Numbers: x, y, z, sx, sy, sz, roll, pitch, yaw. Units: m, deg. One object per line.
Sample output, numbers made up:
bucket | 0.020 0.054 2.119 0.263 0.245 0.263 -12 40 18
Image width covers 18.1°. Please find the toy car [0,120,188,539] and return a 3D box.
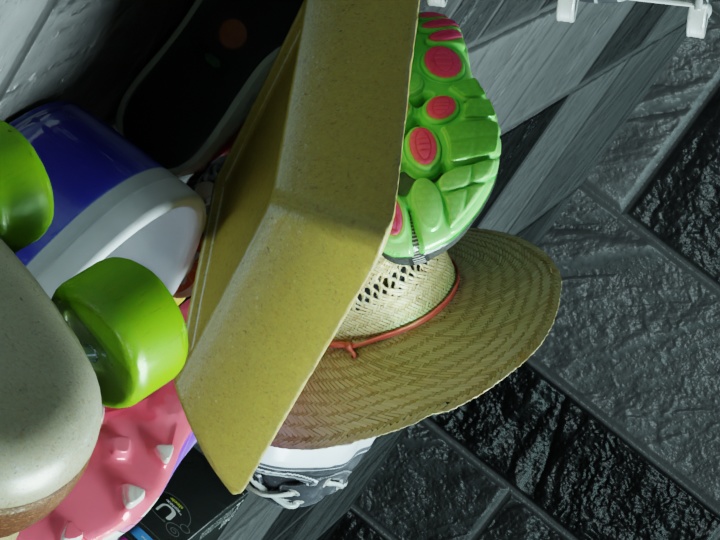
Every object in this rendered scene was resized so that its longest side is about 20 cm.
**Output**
toy car | -0.186 0.069 0.892 0.164 0.158 0.200 -34 162 -38

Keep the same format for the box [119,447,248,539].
box | -0.190 0.190 1.476 0.149 0.124 0.200 -56 172 23

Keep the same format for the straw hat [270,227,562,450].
straw hat | 0.000 0.000 1.201 0.201 0.200 0.085 -46 128 -32

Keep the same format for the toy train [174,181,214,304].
toy train | -0.071 0.016 1.310 0.150 0.056 0.201 -1 112 -39

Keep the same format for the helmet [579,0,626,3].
helmet | 0.139 -0.242 1.234 0.190 0.200 0.200 -37 175 14

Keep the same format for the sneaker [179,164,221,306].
sneaker | -0.095 -0.009 1.392 0.200 0.070 0.090 -50 -174 -11

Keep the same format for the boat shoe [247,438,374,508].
boat shoe | -0.040 0.112 1.364 0.068 0.071 0.200 -64 169 7

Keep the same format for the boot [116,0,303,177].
boot | -0.034 -0.132 1.176 0.200 0.072 0.144 -46 173 13

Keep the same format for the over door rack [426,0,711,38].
over door rack | 0.112 -0.221 1.101 0.067 0.147 0.201 -67 162 -63

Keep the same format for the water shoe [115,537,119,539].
water shoe | -0.163 0.095 1.193 0.072 0.079 0.200 -48 -159 30

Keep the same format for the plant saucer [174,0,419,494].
plant saucer | -0.035 -0.030 1.055 0.200 0.048 0.201 120 -17 -44

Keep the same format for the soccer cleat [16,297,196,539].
soccer cleat | -0.118 0.086 1.117 0.200 0.067 0.077 -49 176 -39

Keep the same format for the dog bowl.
dog bowl | -0.165 0.021 1.068 0.200 0.079 0.200 -51 171 -11

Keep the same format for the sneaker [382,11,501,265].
sneaker | 0.030 -0.058 1.137 0.200 0.076 0.084 -88 178 -57
